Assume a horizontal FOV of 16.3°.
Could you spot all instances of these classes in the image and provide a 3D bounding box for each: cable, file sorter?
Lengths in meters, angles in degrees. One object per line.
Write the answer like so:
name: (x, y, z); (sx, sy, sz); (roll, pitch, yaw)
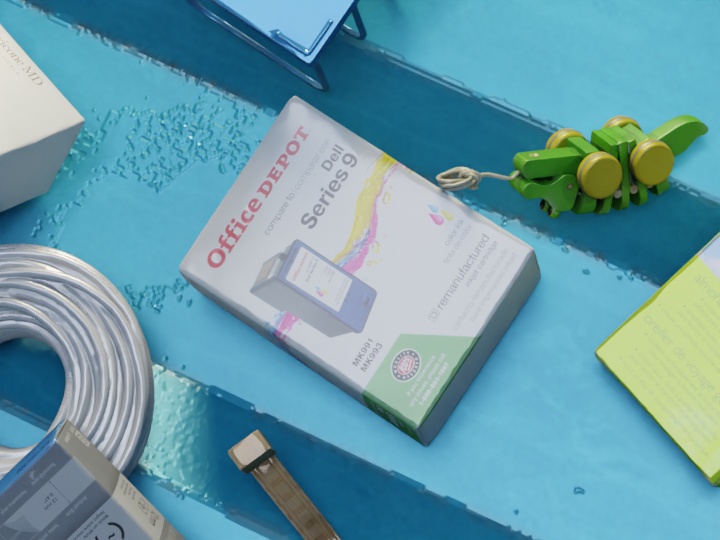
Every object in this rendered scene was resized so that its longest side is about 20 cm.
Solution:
cable: (-0.237, 0.083, 1.706); (0.199, 0.069, 0.201); (-24, 78, 0)
file sorter: (-0.026, -0.242, 1.718); (0.138, 0.123, 0.201); (34, 84, 12)

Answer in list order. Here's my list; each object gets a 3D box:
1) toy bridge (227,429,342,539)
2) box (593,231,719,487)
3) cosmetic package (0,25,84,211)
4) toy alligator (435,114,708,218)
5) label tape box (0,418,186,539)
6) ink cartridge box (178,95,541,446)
toy bridge: (-0.014, 0.193, 1.659); (0.027, 0.067, 0.200); (-39, 79, -2)
box: (0.267, 0.031, 1.660); (0.200, 0.048, 0.122); (-43, 77, 4)
cosmetic package: (-0.297, -0.085, 1.682); (0.113, 0.081, 0.200); (46, 44, 13)
toy alligator: (0.143, -0.060, 1.684); (0.199, 0.059, 0.055); (-14, 117, -18)
label tape box: (-0.177, 0.220, 1.638); (0.143, 0.066, 0.200); (-43, 96, 6)
ink cartridge box: (0.000, 0.000, 1.687); (0.199, 0.088, 0.146); (34, 85, 13)
